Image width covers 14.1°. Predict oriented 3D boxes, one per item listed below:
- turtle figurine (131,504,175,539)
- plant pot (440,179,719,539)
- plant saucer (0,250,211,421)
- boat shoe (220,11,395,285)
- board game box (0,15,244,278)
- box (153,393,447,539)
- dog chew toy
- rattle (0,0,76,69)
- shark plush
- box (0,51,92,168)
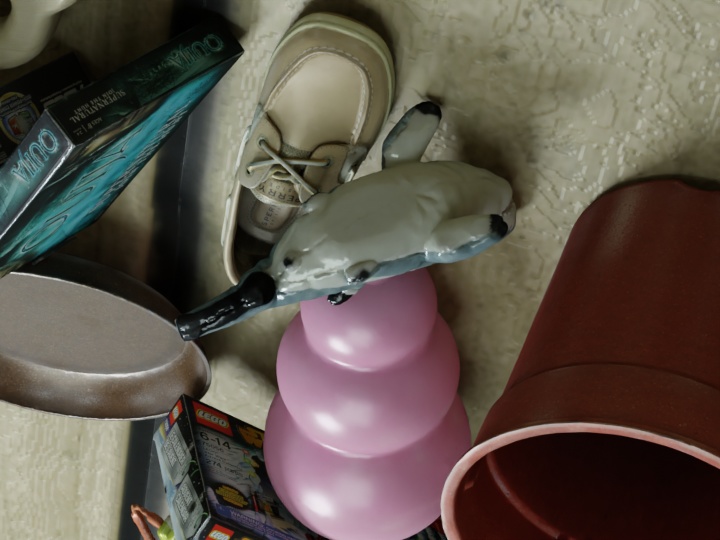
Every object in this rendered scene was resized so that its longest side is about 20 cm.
[{"bbox_3d":[-0.043,0.198,1.896,0.200,0.065,0.161,38,166,-34],"label":"turtle figurine"},{"bbox_3d":[0.162,0.070,1.564,0.200,0.196,0.201,12,142,9],"label":"plant pot"},{"bbox_3d":[-0.186,0.036,1.779,0.199,0.032,0.200,9,153,5],"label":"plant saucer"},{"bbox_3d":[-0.033,-0.061,1.596,0.072,0.065,0.200,23,142,-4],"label":"boat shoe"},{"bbox_3d":[-0.158,-0.055,1.606,0.028,0.135,0.200,51,140,5],"label":"board game box"},{"bbox_3d":[-0.027,0.162,1.782,0.199,0.137,0.040,26,111,-24],"label":"box"},{"bbox_3d":[0.004,0.065,1.695,0.124,0.125,0.201,10,133,12],"label":"dog chew toy"},{"bbox_3d":[-0.210,-0.144,1.519,0.199,0.143,0.131,-6,112,41],"label":"rattle"},{"bbox_3d":[0.000,0.000,1.576,0.091,0.200,0.083,48,163,19],"label":"shark plush"},{"bbox_3d":[-0.257,-0.045,1.609,0.160,0.200,0.044,-24,96,41],"label":"box"}]
